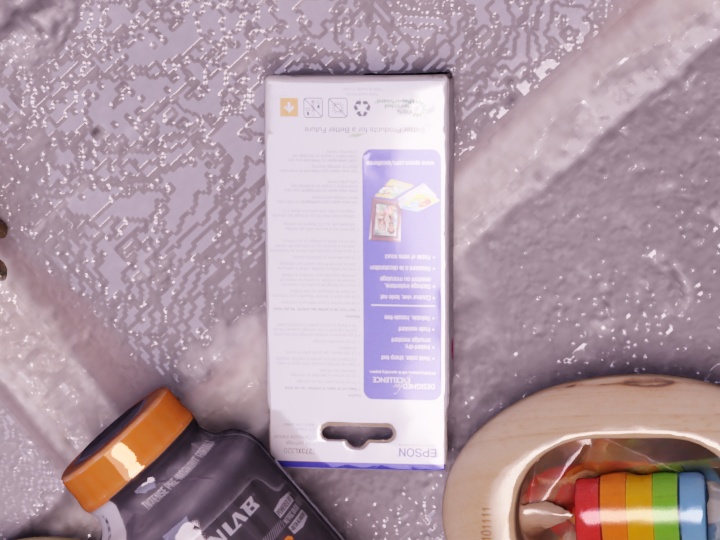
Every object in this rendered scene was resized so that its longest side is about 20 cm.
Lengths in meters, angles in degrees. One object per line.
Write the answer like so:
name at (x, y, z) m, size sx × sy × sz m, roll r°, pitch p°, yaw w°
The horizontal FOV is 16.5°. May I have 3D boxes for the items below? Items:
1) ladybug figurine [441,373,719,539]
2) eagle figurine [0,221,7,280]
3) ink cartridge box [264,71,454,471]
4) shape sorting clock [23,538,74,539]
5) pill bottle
ladybug figurine at (0.141, 0.117, 1.238) m, size 0.198 × 0.072 × 0.137 m, roll 2°, pitch 97°, yaw 9°
eagle figurine at (-0.284, -0.006, 1.268) m, size 0.199 × 0.151 × 0.153 m, roll -16°, pitch 105°, yaw 0°
ink cartridge box at (0.000, 0.000, 1.265) m, size 0.094 × 0.037 × 0.202 m, roll 1°, pitch 95°, yaw 8°
shape sorting clock at (-0.162, 0.239, 1.310) m, size 0.198 × 0.039 × 0.202 m, roll 0°, pitch 95°, yaw 2°
pill bottle at (-0.060, 0.154, 1.247) m, size 0.106 × 0.106 × 0.200 m, roll -40°, pitch 97°, yaw 11°
